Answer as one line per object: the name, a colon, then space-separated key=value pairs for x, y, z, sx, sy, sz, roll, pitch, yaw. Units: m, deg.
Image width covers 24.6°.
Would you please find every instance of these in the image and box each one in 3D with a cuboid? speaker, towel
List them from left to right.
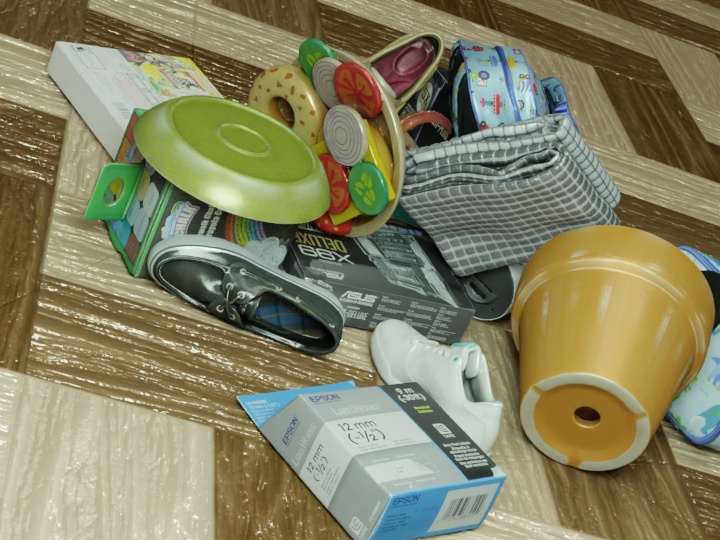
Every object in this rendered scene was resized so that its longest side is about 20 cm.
towel: x=0.145 y=-0.072 z=1.663 sx=0.166 sy=0.200 sz=0.086 roll=40 pitch=46 yaw=-52
speaker: x=0.183 y=-0.002 z=1.838 sx=0.081 sy=0.081 sz=0.200 roll=37 pitch=29 yaw=23

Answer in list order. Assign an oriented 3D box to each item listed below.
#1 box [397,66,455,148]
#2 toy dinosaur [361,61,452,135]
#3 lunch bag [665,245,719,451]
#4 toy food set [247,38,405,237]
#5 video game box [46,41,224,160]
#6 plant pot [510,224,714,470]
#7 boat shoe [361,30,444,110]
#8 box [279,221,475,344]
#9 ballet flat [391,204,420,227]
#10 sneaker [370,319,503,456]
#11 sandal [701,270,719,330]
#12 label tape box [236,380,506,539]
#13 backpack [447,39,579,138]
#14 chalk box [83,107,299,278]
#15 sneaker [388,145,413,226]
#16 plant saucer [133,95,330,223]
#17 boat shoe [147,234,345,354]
box: x=0.168 y=-0.149 z=2.046 sx=0.200 sy=0.086 sz=0.164 roll=22 pitch=22 yaw=-35
toy dinosaur: x=-0.027 y=-0.142 z=1.837 sx=0.200 sy=0.105 sz=0.182 roll=16 pitch=61 yaw=21
lunch bag: x=0.364 y=0.079 z=1.742 sx=0.082 sy=0.161 sz=0.200 roll=22 pitch=22 yaw=-42
toy food set: x=-0.028 y=-0.129 z=1.643 sx=0.049 sy=0.198 sz=0.200 roll=-18 pitch=87 yaw=-38
video game box: x=-0.231 y=-0.183 z=1.854 sx=0.182 sy=0.047 sz=0.200 roll=0 pitch=35 yaw=-37
plant pot: x=0.234 y=0.089 z=1.611 sx=0.200 sy=0.200 sz=0.183 roll=25 pitch=42 yaw=-1
boat shoe: x=0.013 y=-0.199 z=1.805 sx=0.074 sy=0.200 sz=0.066 roll=47 pitch=-18 yaw=-5
box: x=0.000 y=0.000 z=1.707 sx=0.200 sy=0.050 sz=0.158 roll=12 pitch=28 yaw=-27
ballet flat: x=0.025 y=-0.098 z=1.779 sx=0.200 sy=0.072 sz=0.072 roll=13 pitch=28 yaw=-20
sneaker: x=0.080 y=0.094 z=1.557 sx=0.075 sy=0.089 sz=0.200 roll=3 pitch=33 yaw=-34
sandal: x=0.290 y=0.051 z=1.722 sx=0.045 sy=0.200 sz=0.075 roll=31 pitch=47 yaw=-49
label tape box: x=0.008 y=0.144 z=1.429 sx=0.143 sy=0.066 sz=0.200 roll=-2 pitch=39 yaw=-43
backpack: x=0.167 y=-0.160 z=1.819 sx=0.134 sy=0.200 sz=0.183 roll=-12 pitch=27 yaw=4
chalk box: x=-0.172 y=-0.071 z=1.606 sx=0.200 sy=0.125 sz=0.124 roll=8 pitch=31 yaw=-33
sneaker: x=0.055 y=-0.095 z=1.905 sx=0.090 sy=0.075 sz=0.200 roll=11 pitch=30 yaw=-15
plant saucer: x=-0.115 y=-0.113 z=1.562 sx=0.200 sy=0.031 sz=0.200 roll=21 pitch=26 yaw=-11
boat shoe: x=-0.105 y=0.024 z=1.555 sx=0.200 sy=0.069 sz=0.057 roll=20 pitch=27 yaw=-15
